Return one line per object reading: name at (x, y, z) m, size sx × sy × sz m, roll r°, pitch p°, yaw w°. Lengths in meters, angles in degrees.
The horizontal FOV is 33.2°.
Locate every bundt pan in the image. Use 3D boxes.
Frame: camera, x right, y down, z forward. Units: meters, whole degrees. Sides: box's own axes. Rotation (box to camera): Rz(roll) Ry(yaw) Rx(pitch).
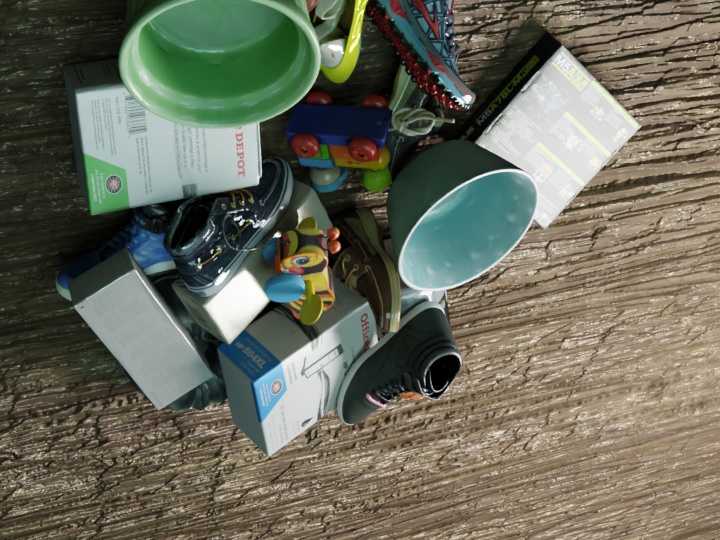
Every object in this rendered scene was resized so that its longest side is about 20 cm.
bundt pan at (-0.212, 0.100, 1.544) m, size 0.199 × 0.076 × 0.204 m, roll -13°, pitch 129°, yaw -17°

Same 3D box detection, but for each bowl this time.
bowl at (0.111, -0.082, 1.488) m, size 0.198 × 0.106 × 0.202 m, roll -22°, pitch 145°, yaw -16°

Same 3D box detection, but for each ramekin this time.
ramekin at (-0.141, -0.240, 1.199) m, size 0.196 × 0.099 × 0.201 m, roll -6°, pitch 150°, yaw -3°

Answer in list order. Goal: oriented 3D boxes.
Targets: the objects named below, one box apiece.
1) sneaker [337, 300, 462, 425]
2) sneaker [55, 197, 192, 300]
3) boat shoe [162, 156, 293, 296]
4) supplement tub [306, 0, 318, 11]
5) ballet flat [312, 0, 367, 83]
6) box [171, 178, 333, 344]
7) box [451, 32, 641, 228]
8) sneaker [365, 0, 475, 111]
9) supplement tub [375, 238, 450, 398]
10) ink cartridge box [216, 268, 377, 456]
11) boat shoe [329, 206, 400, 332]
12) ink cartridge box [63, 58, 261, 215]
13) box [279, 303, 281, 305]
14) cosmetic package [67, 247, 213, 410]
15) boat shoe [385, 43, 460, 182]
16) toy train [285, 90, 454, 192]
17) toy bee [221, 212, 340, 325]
sneaker at (0.049, 0.140, 1.521) m, size 0.070 × 0.100 × 0.200 m, roll 29°, pitch 109°, yaw -39°
sneaker at (-0.266, -0.041, 1.411) m, size 0.197 × 0.077 × 0.112 m, roll -17°, pitch 135°, yaw -19°
boat shoe at (-0.148, -0.072, 1.393) m, size 0.202 × 0.070 × 0.091 m, roll -58°, pitch 148°, yaw -25°
supplement tub at (-0.133, -0.336, 1.243) m, size 0.197 × 0.107 × 0.108 m, roll 11°, pitch 118°, yaw -32°
ballet flat at (-0.029, -0.280, 1.334) m, size 0.067 × 0.067 × 0.201 m, roll -39°, pitch 161°, yaw -38°
box at (-0.127, -0.016, 1.457) m, size 0.200 × 0.068 × 0.083 m, roll -47°, pitch 138°, yaw -19°
box at (0.243, -0.178, 1.583) m, size 0.199 × 0.048 × 0.194 m, roll 32°, pitch 103°, yaw -38°
sneaker at (0.081, -0.276, 1.367) m, size 0.095 × 0.079 × 0.201 m, roll -38°, pitch 100°, yaw -6°
supplement tub at (0.060, 0.067, 1.620) m, size 0.121 × 0.123 × 0.202 m, roll -20°, pitch 130°, yaw -11°
ink cartridge box at (-0.074, 0.116, 1.544) m, size 0.199 × 0.084 × 0.147 m, roll -34°, pitch 139°, yaw -25°
boat shoe at (0.000, 0.000, 1.493) m, size 0.071 × 0.202 × 0.073 m, roll -7°, pitch 137°, yaw -12°
ink cartridge box at (-0.217, -0.159, 1.339) m, size 0.197 × 0.084 × 0.148 m, roll -11°, pitch 122°, yaw -18°
box at (-0.083, 0.038, 1.584) m, size 0.041 × 0.039 × 0.203 m, roll -12°, pitch 128°, yaw -21°
cosmetic package at (-0.255, 0.071, 1.415) m, size 0.082 × 0.051 × 0.201 m, roll -31°, pitch 132°, yaw -4°
boat shoe at (0.069, -0.190, 1.461) m, size 0.072 × 0.065 × 0.203 m, roll -29°, pitch 141°, yaw -54°
toy train at (0.019, -0.140, 1.430) m, size 0.196 × 0.086 × 0.117 m, roll 6°, pitch 144°, yaw 15°
toy bee at (-0.064, -0.004, 1.377) m, size 0.107 × 0.133 × 0.200 m, roll -14°, pitch 170°, yaw 16°
